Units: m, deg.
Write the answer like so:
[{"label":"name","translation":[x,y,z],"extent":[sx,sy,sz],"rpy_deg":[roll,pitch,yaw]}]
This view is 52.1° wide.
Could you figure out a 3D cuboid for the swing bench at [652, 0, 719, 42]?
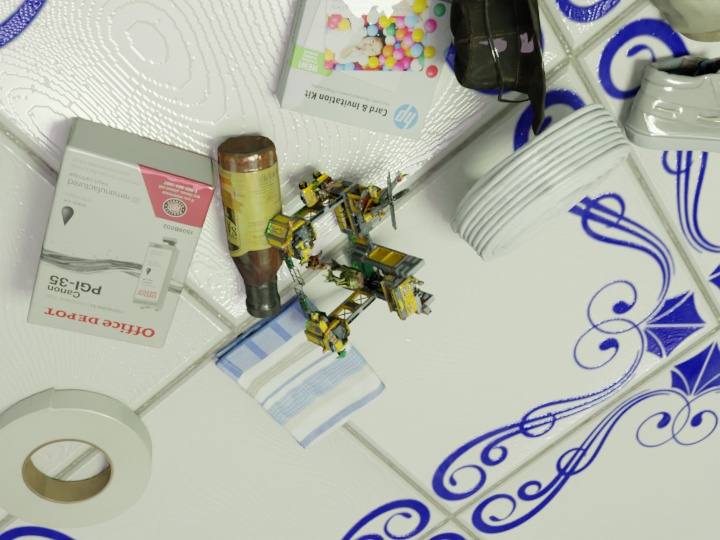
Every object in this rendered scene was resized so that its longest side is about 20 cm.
[{"label":"swing bench","translation":[0.341,-0.347,0.688],"extent":[0.198,0.130,0.201],"rpy_deg":[30,110,-28]}]

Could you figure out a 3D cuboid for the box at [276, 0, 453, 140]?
[{"label":"box","translation":[0.015,-0.243,0.722],"extent":[0.154,0.041,0.202],"rpy_deg":[9,118,-19]}]

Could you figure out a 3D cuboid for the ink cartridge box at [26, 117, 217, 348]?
[{"label":"ink cartridge box","translation":[-0.245,-0.032,0.756],"extent":[0.145,0.083,0.202],"rpy_deg":[14,116,-21]}]

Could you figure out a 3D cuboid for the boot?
[{"label":"boot","translation":[0.403,-0.190,0.829],"extent":[0.197,0.074,0.097],"rpy_deg":[-4,128,-11]}]

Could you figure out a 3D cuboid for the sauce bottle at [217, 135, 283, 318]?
[{"label":"sauce bottle","translation":[-0.114,-0.041,0.794],"extent":[0.065,0.066,0.203],"rpy_deg":[-7,119,-10]}]

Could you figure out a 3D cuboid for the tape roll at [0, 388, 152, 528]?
[{"label":"tape roll","translation":[-0.361,0.237,0.916],"extent":[0.200,0.037,0.205],"rpy_deg":[-6,122,-10]}]

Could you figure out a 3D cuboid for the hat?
[{"label":"hat","translation":[0.124,-0.214,0.686],"extent":[0.080,0.202,0.203],"rpy_deg":[-8,124,11]}]

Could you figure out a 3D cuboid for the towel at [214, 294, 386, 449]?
[{"label":"towel","translation":[-0.072,0.134,0.935],"extent":[0.146,0.024,0.201],"rpy_deg":[-35,122,7]}]

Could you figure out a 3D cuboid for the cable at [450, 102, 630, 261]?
[{"label":"cable","translation":[0.189,-0.089,0.778],"extent":[0.199,0.200,0.070],"rpy_deg":[-35,80,4]}]

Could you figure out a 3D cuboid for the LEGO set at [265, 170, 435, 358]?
[{"label":"LEGO set","translation":[0.000,0.000,0.789],"extent":[0.153,0.115,0.202],"rpy_deg":[-32,125,-34]}]
